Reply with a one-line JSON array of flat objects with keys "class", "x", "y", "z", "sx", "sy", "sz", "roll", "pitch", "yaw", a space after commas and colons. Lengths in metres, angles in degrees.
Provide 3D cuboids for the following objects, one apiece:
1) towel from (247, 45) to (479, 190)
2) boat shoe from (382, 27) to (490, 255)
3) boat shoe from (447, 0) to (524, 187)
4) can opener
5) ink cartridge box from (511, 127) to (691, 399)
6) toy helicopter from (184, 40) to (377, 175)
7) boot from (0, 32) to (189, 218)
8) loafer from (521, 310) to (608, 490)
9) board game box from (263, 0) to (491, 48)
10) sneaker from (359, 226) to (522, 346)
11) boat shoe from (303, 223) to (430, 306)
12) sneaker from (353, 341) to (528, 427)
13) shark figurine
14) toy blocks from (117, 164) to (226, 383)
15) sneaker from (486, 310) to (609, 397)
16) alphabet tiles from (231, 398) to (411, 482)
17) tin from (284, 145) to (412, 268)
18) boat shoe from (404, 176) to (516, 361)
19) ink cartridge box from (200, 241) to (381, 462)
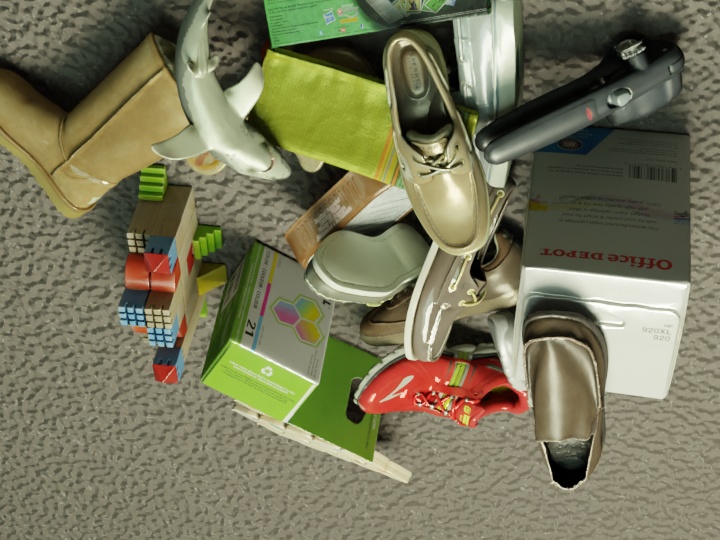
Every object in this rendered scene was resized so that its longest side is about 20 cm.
[{"class": "towel", "x": 0.000, "y": -0.129, "z": 1.462, "sx": 0.198, "sy": 0.018, "sz": 0.087, "roll": 18, "pitch": 99, "yaw": 5}, {"class": "boat shoe", "x": 0.061, "y": -0.107, "z": 1.415, "sx": 0.071, "sy": 0.065, "sz": 0.202, "roll": -13, "pitch": 98, "yaw": 11}, {"class": "boat shoe", "x": 0.107, "y": -0.167, "z": 1.479, "sx": 0.071, "sy": 0.070, "sz": 0.203, "roll": 6, "pitch": 128, "yaw": 12}, {"class": "can opener", "x": 0.193, "y": -0.143, "z": 1.435, "sx": 0.198, "sy": 0.063, "sz": 0.079, "roll": -25, "pitch": 112, "yaw": -8}, {"class": "ink cartridge box", "x": 0.218, "y": -0.011, "z": 1.500, "sx": 0.145, "sy": 0.201, "sz": 0.146, "roll": 6, "pitch": 134, "yaw": 7}, {"class": "toy helicopter", "x": -0.078, "y": -0.148, "z": 1.521, "sx": 0.198, "sy": 0.079, "sz": 0.133, "roll": -21, "pitch": 105, "yaw": 16}, {"class": "boot", "x": -0.247, "y": -0.162, "z": 1.543, "sx": 0.199, "sy": 0.066, "sz": 0.176, "roll": -33, "pitch": 103, "yaw": 34}, {"class": "loafer", "x": 0.182, "y": 0.117, "z": 1.440, "sx": 0.072, "sy": 0.071, "sz": 0.201, "roll": -4, "pitch": 133, "yaw": 17}, {"class": "board game box", "x": 0.008, "y": -0.256, "z": 1.414, "sx": 0.197, "sy": 0.023, "sz": 0.106, "roll": -5, "pitch": 105, "yaw": 18}, {"class": "sneaker", "x": 0.079, "y": 0.013, "z": 1.659, "sx": 0.198, "sy": 0.071, "sz": 0.076, "roll": -20, "pitch": 108, "yaw": 22}, {"class": "boat shoe", "x": 0.002, "y": 0.003, "z": 1.555, "sx": 0.060, "sy": 0.201, "sz": 0.072, "roll": -40, "pitch": 78, "yaw": 27}, {"class": "sneaker", "x": 0.091, "y": 0.122, "z": 1.683, "sx": 0.198, "sy": 0.085, "sz": 0.078, "roll": -6, "pitch": 137, "yaw": -25}, {"class": "shark figurine", "x": -0.135, "y": -0.179, "z": 1.435, "sx": 0.127, "sy": 0.089, "sz": 0.217, "roll": -11, "pitch": 110, "yaw": -18}, {"class": "toy blocks", "x": -0.200, "y": 0.016, "z": 1.662, "sx": 0.099, "sy": 0.138, "sz": 0.202, "roll": 5, "pitch": 133, "yaw": 8}, {"class": "sneaker", "x": 0.194, "y": 0.084, "z": 1.680, "sx": 0.081, "sy": 0.075, "sz": 0.200, "roll": -30, "pitch": 143, "yaw": 18}, {"class": "alphabet tiles", "x": -0.043, "y": 0.184, "z": 1.785, "sx": 0.198, "sy": 0.015, "sz": 0.195, "roll": 16, "pitch": 167, "yaw": 38}, {"class": "tin", "x": 0.007, "y": -0.063, "z": 1.558, "sx": 0.111, "sy": 0.042, "sz": 0.200, "roll": -12, "pitch": 159, "yaw": -43}, {"class": "boat shoe", "x": 0.093, "y": -0.002, "z": 1.576, "sx": 0.059, "sy": 0.072, "sz": 0.202, "roll": 20, "pitch": 102, "yaw": 16}, {"class": "ink cartridge box", "x": -0.049, "y": 0.083, "z": 1.683, "sx": 0.198, "sy": 0.149, "sz": 0.076, "roll": 26, "pitch": 131, "yaw": -14}]
